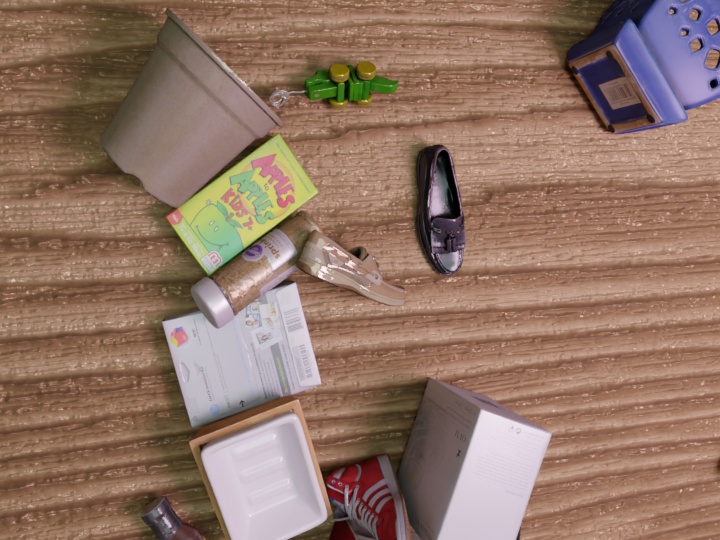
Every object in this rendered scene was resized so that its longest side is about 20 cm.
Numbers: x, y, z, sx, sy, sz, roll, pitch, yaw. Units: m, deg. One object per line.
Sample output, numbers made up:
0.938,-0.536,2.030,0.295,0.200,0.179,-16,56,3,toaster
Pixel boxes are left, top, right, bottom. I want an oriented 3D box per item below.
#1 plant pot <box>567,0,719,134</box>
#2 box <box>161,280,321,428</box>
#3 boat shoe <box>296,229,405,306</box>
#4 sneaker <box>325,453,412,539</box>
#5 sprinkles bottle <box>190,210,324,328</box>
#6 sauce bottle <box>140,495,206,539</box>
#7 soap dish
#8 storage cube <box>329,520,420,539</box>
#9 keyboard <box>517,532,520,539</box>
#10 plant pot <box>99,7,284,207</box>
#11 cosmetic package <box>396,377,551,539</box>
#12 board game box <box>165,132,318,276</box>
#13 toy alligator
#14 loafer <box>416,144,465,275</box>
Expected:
0.457,-0.331,0.965,0.179,0.200,0.202,-38,101,-4,plant pot
-0.170,0.119,0.903,0.195,0.041,0.160,-17,96,-14,box
0.000,0.000,0.897,0.198,0.071,0.066,23,90,-40,boat shoe
0.009,0.344,0.881,0.109,0.200,0.073,-10,108,-6,sneaker
-0.140,-0.004,0.870,0.199,0.068,0.069,-38,101,-23,sprinkles bottle
-0.240,0.414,0.884,0.064,0.065,0.203,-32,100,-10,sauce bottle
-0.138,0.287,0.878,0.154,0.081,0.205,-19,111,-12,soap dish
0.029,0.491,0.900,0.196,0.171,0.184,22,87,-13,storage cube
0.210,0.421,1.021,0.124,0.021,0.206,3,91,-20,keyboard
-0.231,-0.195,0.812,0.200,0.201,0.184,42,94,-12,plant pot
0.150,0.289,0.907,0.120,0.199,0.205,19,87,-14,cosmetic package
-0.169,-0.094,0.890,0.199,0.048,0.103,-38,100,-10,board game box
-0.042,-0.278,0.915,0.195,0.060,0.055,-9,52,-12,toy alligator
0.126,-0.092,0.956,0.070,0.063,0.206,-10,95,-13,loafer
